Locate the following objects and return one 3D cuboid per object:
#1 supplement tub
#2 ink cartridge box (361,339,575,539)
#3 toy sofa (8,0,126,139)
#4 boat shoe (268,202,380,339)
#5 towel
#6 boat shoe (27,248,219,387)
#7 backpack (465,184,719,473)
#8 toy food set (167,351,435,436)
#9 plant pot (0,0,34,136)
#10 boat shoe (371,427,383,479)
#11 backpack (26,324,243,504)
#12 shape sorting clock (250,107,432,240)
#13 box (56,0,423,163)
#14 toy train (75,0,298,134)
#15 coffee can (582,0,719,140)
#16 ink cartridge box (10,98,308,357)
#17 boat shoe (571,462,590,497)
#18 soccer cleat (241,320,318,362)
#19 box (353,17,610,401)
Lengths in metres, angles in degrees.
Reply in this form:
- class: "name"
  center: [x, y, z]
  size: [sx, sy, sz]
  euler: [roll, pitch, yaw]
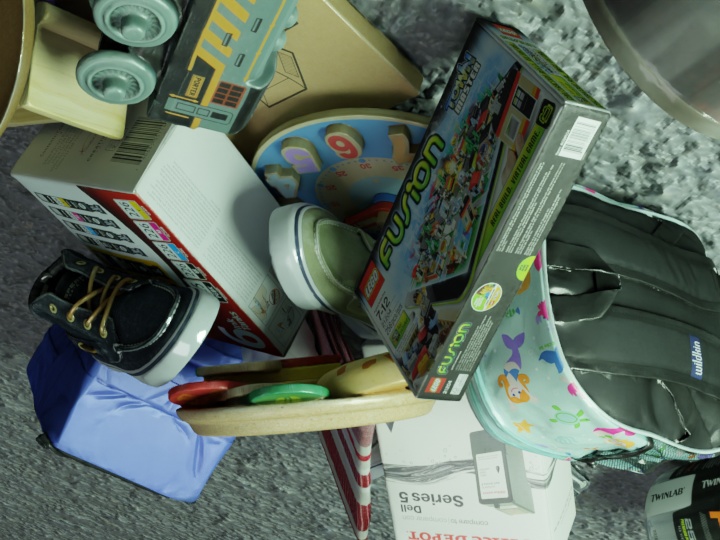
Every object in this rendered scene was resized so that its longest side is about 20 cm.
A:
- class: "supplement tub"
  center: [0.365, 0.218, 0.998]
  size: [0.122, 0.123, 0.200]
  euler: [29, 145, -22]
- class: "ink cartridge box"
  center: [0.094, 0.137, 0.933]
  size: [0.144, 0.084, 0.202]
  euler: [-2, 110, 23]
- class: "toy sofa"
  center: [-0.245, -0.138, 0.737]
  size: [0.198, 0.099, 0.083]
  euler: [0, 170, 33]
- class: "boat shoe"
  center: [0.000, 0.000, 0.793]
  size: [0.061, 0.073, 0.200]
  euler: [-8, 161, 22]
- class: "towel"
  center: [-0.015, 0.131, 0.987]
  size: [0.023, 0.145, 0.201]
  euler: [-13, 140, -12]
- class: "boat shoe"
  center: [-0.175, 0.029, 0.782]
  size: [0.091, 0.071, 0.200]
  euler: [36, 158, -22]
- class: "backpack"
  center: [0.147, 0.041, 0.740]
  size: [0.150, 0.180, 0.199]
  euler: [-21, 153, 38]
- class: "toy food set"
  center: [-0.037, 0.085, 0.788]
  size: [0.196, 0.049, 0.200]
  euler: [-4, 176, -11]
- class: "plant pot"
  center: [-0.259, -0.153, 0.665]
  size: [0.198, 0.202, 0.027]
  euler: [-10, -179, 33]
- class: "boat shoe"
  center: [0.017, 0.142, 1.081]
  size: [0.086, 0.075, 0.202]
  euler: [32, 152, -8]
- class: "backpack"
  center: [-0.196, 0.092, 0.999]
  size: [0.162, 0.169, 0.200]
  euler: [36, 175, -28]
- class: "shape sorting clock"
  center: [0.019, -0.050, 0.785]
  size: [0.198, 0.040, 0.200]
  euler: [7, 157, 3]
- class: "box"
  center: [-0.082, -0.152, 0.709]
  size: [0.163, 0.021, 0.200]
  euler: [-17, 137, 41]
- class: "toy train"
  center: [-0.089, -0.153, 0.619]
  size: [0.113, 0.086, 0.200]
  euler: [11, 148, -19]
- class: "coffee can"
  center: [0.205, -0.164, 0.459]
  size: [0.145, 0.148, 0.200]
  euler: [28, 145, -20]
- class: "ink cartridge box"
  center: [-0.147, -0.036, 0.817]
  size: [0.174, 0.084, 0.200]
  euler: [10, 151, 37]
- class: "boat shoe"
  center: [0.153, 0.148, 1.035]
  size: [0.067, 0.072, 0.201]
  euler: [-33, 117, 8]
- class: "soccer cleat"
  center: [-0.085, 0.078, 1.028]
  size: [0.069, 0.079, 0.200]
  euler: [-3, 175, -25]
- class: "box"
  center: [0.064, -0.034, 0.666]
  size: [0.034, 0.110, 0.201]
  euler: [7, 121, -30]
